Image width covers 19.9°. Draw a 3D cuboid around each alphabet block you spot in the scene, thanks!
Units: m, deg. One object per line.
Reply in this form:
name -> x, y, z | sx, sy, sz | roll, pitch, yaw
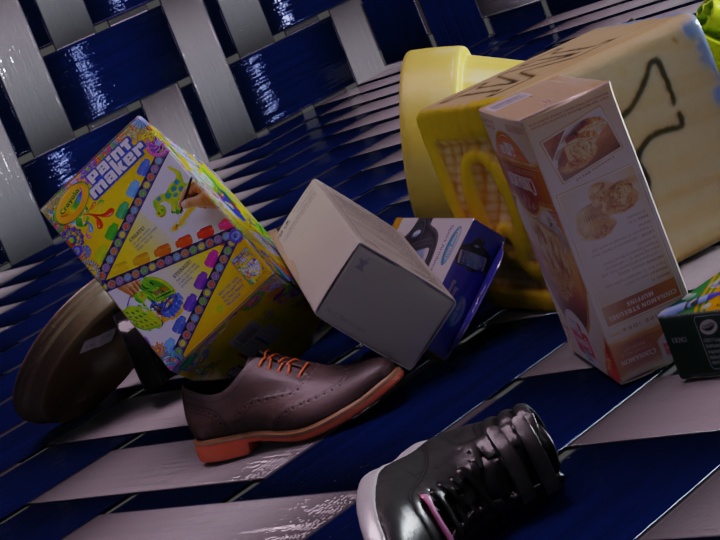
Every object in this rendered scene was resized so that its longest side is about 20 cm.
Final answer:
alphabet block -> 0.195, -0.091, 1.762 | 0.199, 0.197, 0.196 | -25, 8, -18

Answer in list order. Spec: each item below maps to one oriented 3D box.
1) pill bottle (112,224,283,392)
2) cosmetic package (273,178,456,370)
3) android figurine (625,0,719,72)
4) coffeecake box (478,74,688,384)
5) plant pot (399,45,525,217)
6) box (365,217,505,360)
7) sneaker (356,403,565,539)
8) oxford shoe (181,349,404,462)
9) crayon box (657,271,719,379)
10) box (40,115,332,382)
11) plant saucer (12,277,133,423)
pill bottle -> -0.138, 0.042, 2.035 | 0.199, 0.113, 0.112 | -23, 10, -5
cosmetic package -> 0.000, 0.000, 1.733 | 0.073, 0.103, 0.200 | -56, 19, 9
android figurine -> 0.318, -0.161, 1.914 | 0.199, 0.183, 0.041 | 17, 26, -17
coffeecake box -> 0.166, -0.034, 1.486 | 0.073, 0.201, 0.154 | -23, 9, -5
plant pot -> 0.151, -0.147, 2.203 | 0.187, 0.202, 0.201 | -5, 14, 13
box -> 0.056, 0.014, 1.784 | 0.120, 0.041, 0.200 | -64, 17, -9
sneaker -> 0.065, 0.129, 1.223 | 0.099, 0.071, 0.200 | -25, 4, 20
oxford shoe -> -0.060, 0.098, 1.671 | 0.199, 0.073, 0.071 | -19, 10, 22
crayon box -> 0.312, 0.005, 1.388 | 0.199, 0.052, 0.125 | -30, 12, -36
box -> -0.144, -0.005, 1.792 | 0.122, 0.193, 0.200 | -42, -20, 4
plant saucer -> -0.271, 0.080, 2.085 | 0.200, 0.029, 0.201 | -44, -21, -22
